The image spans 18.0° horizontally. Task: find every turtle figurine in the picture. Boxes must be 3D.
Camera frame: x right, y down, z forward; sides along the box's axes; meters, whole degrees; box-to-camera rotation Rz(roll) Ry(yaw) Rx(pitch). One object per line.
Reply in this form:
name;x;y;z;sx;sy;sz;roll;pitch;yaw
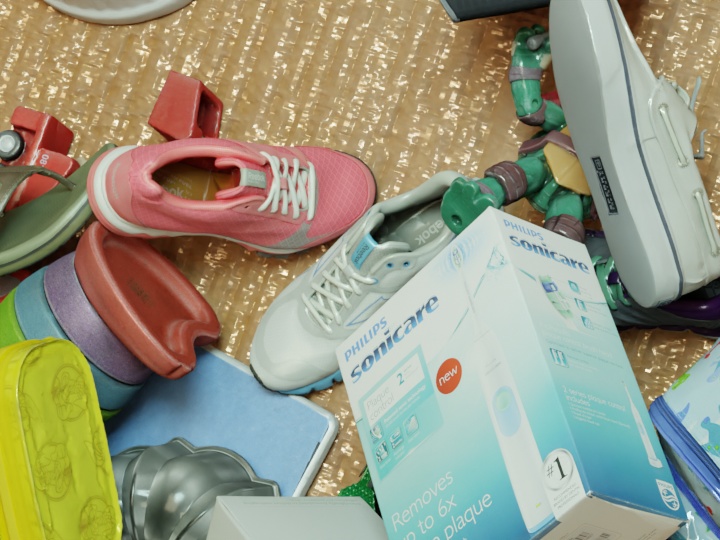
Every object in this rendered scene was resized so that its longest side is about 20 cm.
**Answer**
turtle figurine;0.139;-0.071;1.433;0.149;0.101;0.200;32;53;13

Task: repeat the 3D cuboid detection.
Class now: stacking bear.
stacking bear;-0.207;0.070;1.496;0.200;0.121;0.114;-40;95;17

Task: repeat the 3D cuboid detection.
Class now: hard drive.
hard drive;0.118;-0.188;1.438;0.134;0.200;0.043;-8;98;13

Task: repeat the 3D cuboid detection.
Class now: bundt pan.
bundt pan;-0.135;0.205;1.461;0.200;0.076;0.204;-3;80;19

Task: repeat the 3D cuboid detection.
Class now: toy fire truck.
toy fire truck;-0.189;-0.048;1.563;0.140;0.049;0.202;17;81;20

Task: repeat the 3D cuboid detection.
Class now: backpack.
backpack;0.239;0.133;1.314;0.147;0.200;0.183;-40;70;3

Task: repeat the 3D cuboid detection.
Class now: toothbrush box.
toothbrush box;0.081;0.091;1.292;0.146;0.085;0.201;-42;46;31

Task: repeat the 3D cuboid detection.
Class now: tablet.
tablet;-0.124;0.112;1.524;0.199;0.014;0.131;28;86;21

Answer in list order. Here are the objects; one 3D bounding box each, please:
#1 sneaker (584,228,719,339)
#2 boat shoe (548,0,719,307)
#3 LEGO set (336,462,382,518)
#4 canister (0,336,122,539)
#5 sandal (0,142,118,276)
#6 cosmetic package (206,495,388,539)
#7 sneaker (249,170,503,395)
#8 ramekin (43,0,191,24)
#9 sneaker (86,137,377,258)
sneaker;0.161;0.002;1.428;0.198;0.088;0.075;-1;76;16
boat shoe;0.167;-0.081;1.340;0.065;0.072;0.202;-20;95;-16
LEGO set;0.087;0.127;1.426;0.153;0.116;0.201;18;82;46
canister;-0.262;0.128;1.429;0.199;0.086;0.150;-9;95;28
sandal;-0.246;-0.033;1.502;0.200;0.080;0.058;-25;114;10
cosmetic package;-0.048;0.242;1.369;0.085;0.107;0.202;40;119;54
sneaker;0.000;0.000;1.477;0.200;0.087;0.075;-42;70;4
ramekin;-0.178;-0.281;1.594;0.200;0.094;0.204;-4;75;16
sneaker;-0.071;-0.048;1.469;0.198;0.087;0.074;-1;85;-26
